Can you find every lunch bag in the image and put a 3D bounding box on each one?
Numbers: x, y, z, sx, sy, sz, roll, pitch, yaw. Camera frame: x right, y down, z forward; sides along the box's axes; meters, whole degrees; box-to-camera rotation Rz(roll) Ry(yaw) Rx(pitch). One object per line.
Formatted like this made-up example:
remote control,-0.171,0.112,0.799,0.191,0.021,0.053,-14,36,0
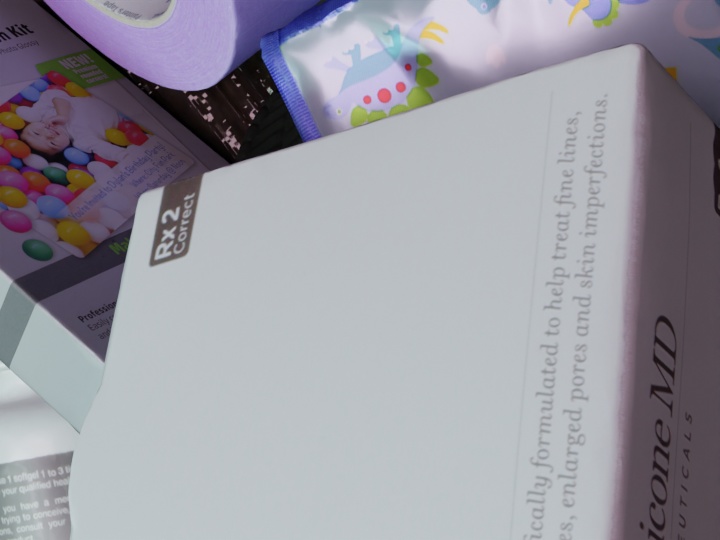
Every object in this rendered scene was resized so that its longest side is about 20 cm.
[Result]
lunch bag,0.085,-0.045,0.883,0.170,0.128,0.200,-26,124,20

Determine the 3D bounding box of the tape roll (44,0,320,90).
tape roll,-0.095,-0.170,0.969,0.200,0.066,0.200,39,155,23

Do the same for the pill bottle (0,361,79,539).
pill bottle,-0.116,0.106,1.048,0.110,0.111,0.201,-11,90,27

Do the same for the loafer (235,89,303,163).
loafer,0.000,0.000,0.976,0.073,0.071,0.201,-36,45,32

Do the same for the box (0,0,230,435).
box,-0.123,-0.027,1.012,0.200,0.156,0.041,39,124,19

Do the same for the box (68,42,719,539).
box,0.026,0.067,0.753,0.199,0.131,0.200,-15,53,34
